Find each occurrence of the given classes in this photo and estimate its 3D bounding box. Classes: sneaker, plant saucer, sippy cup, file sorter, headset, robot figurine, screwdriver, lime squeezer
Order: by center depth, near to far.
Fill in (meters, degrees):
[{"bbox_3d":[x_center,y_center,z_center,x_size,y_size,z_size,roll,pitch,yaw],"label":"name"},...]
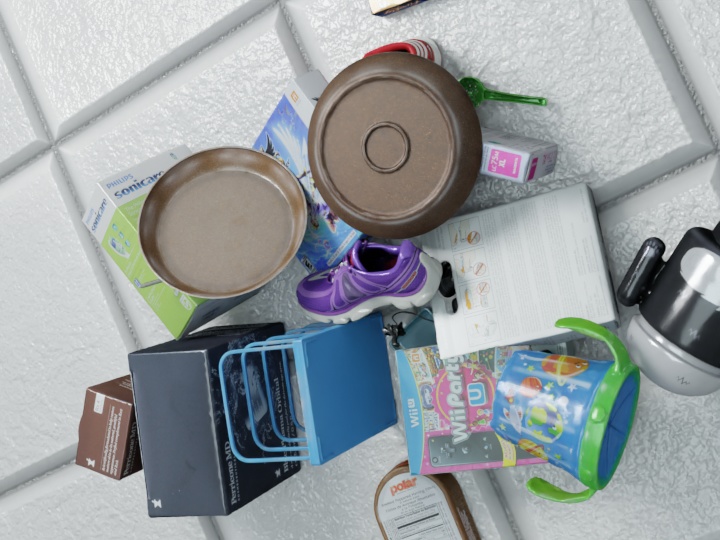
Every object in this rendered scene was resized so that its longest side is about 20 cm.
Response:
[{"bbox_3d":[0.364,0.035,1.234,0.150,0.124,0.201,43,113,39],"label":"robot figurine"},{"bbox_3d":[0.212,0.146,1.246,0.129,0.140,0.179,15,75,26],"label":"sippy cup"},{"bbox_3d":[0.030,-0.133,1.268,0.198,0.034,0.203,3,98,19],"label":"plant saucer"},{"bbox_3d":[0.105,-0.196,1.337,0.198,0.071,0.038,2,122,-13],"label":"lime squeezer"},{"bbox_3d":[0.000,0.000,1.338,0.199,0.081,0.083,-15,132,39],"label":"sneaker"},{"bbox_3d":[0.118,0.024,1.354,0.199,0.094,0.124,-30,79,11],"label":"headset"},{"bbox_3d":[-0.007,-0.207,1.372,0.200,0.115,0.079,-40,79,21],"label":"sneaker"},{"bbox_3d":[-0.158,-0.053,1.374,0.198,0.032,0.202,-3,63,5],"label":"plant saucer"},{"bbox_3d":[-0.165,-0.007,1.392,0.029,0.199,0.028,28,130,50],"label":"screwdriver"},{"bbox_3d":[-0.059,0.137,1.396,0.122,0.200,0.140,-6,94,28],"label":"file sorter"},{"bbox_3d":[0.122,0.139,1.412,0.070,0.019,0.200,-45,77,22],"label":"plant saucer"}]

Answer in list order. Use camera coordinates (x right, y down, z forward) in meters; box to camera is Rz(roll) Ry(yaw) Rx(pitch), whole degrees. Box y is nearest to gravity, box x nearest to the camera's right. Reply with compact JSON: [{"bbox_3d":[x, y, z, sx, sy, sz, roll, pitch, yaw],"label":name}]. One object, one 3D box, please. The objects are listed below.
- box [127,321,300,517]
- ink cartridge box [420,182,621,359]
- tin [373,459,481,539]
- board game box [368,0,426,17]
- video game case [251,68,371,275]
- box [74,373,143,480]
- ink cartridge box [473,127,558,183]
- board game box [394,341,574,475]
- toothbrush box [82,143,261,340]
[{"bbox_3d":[-0.174,0.178,1.449,0.116,0.200,0.199,-5,95,24],"label":"box"},{"bbox_3d":[0.176,0.007,1.316,0.198,0.050,0.164,-15,71,19],"label":"ink cartridge box"},{"bbox_3d":[0.088,0.329,1.440,0.111,0.042,0.202,-24,86,20],"label":"tin"},{"bbox_3d":[0.052,-0.412,1.366,0.134,0.035,0.202,-14,91,25],"label":"board game box"},{"bbox_3d":[-0.051,-0.104,1.396,0.182,0.045,0.200,54,142,11],"label":"video game case"},{"bbox_3d":[-0.268,0.184,1.491,0.074,0.200,0.101,16,103,22],"label":"box"},{"bbox_3d":[0.111,-0.142,1.325,0.198,0.119,0.042,18,107,20],"label":"ink cartridge box"},{"bbox_3d":[0.149,0.152,1.357,0.198,0.064,0.149,-8,87,17],"label":"board game box"},{"bbox_3d":[-0.222,-0.038,1.464,0.200,0.145,0.086,50,138,9],"label":"toothbrush box"}]
